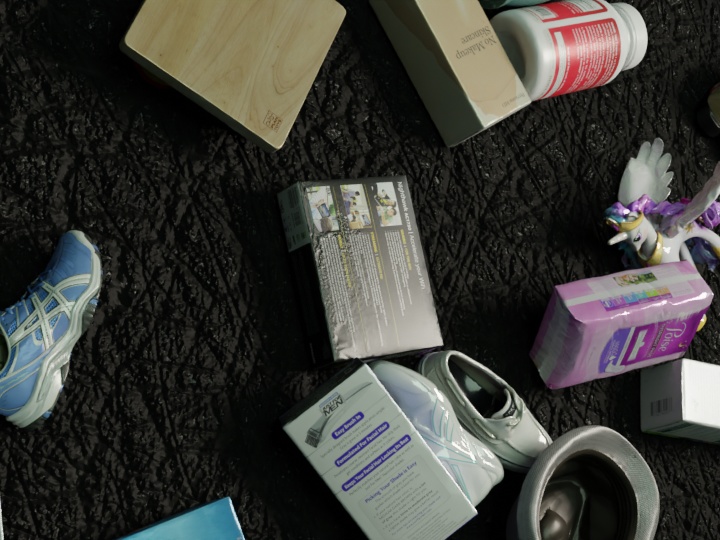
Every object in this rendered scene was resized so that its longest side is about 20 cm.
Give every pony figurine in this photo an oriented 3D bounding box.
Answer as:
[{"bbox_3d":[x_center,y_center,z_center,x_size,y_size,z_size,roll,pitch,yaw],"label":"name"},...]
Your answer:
[{"bbox_3d":[0.390,-0.054,1.840,0.200,0.166,0.193,48,65,-30],"label":"pony figurine"}]

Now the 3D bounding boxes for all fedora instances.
[{"bbox_3d":[0.235,0.278,1.667,0.177,0.090,0.200,44,58,-14],"label":"fedora"}]

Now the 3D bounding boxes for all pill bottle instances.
[{"bbox_3d":[0.253,-0.275,1.825,0.199,0.112,0.113,-15,85,-34],"label":"pill bottle"}]

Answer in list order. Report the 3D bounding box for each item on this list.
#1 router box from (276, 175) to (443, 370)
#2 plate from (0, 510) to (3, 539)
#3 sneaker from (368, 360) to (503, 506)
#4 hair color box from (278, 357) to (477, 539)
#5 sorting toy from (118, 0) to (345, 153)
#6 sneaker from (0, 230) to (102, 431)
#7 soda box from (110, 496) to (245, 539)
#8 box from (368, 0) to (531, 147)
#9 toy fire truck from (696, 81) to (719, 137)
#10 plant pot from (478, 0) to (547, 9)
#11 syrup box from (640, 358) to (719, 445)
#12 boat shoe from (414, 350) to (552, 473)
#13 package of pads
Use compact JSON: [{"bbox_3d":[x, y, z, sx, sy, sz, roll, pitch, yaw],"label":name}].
[{"bbox_3d":[0.000,0.000,1.623,0.149,0.051,0.201,-5,79,-35],"label":"router box"},{"bbox_3d":[-0.416,0.226,1.310,0.199,0.032,0.200,-1,76,-32],"label":"plate"},{"bbox_3d":[0.070,0.181,1.606,0.200,0.070,0.080,48,64,-11],"label":"sneaker"},{"bbox_3d":[0.017,0.202,1.543,0.109,0.065,0.200,-37,99,-4],"label":"hair color box"},{"bbox_3d":[-0.143,-0.251,1.595,0.199,0.070,0.200,34,61,-20],"label":"sorting toy"},{"bbox_3d":[-0.304,0.046,1.404,0.077,0.076,0.201,29,62,-27],"label":"sneaker"},{"bbox_3d":[-0.208,0.280,1.405,0.200,0.064,0.068,-17,85,-35],"label":"soda box"},{"bbox_3d":[0.105,-0.257,1.747,0.095,0.078,0.200,-32,94,-35],"label":"box"},{"bbox_3d":[0.578,-0.216,2.017,0.176,0.129,0.200,52,45,-9],"label":"toy fire truck"},{"bbox_3d":[0.173,-0.395,1.766,0.134,0.200,0.201,-40,99,-25],"label":"plant pot"},{"bbox_3d":[0.446,0.168,1.838,0.199,0.079,0.082,13,69,-29],"label":"syrup box"},{"bbox_3d":[0.151,0.156,1.665,0.200,0.066,0.072,43,58,-14],"label":"boat shoe"},{"bbox_3d":[0.303,0.063,1.738,0.199,0.121,0.076,-11,49,-25],"label":"package of pads"}]
